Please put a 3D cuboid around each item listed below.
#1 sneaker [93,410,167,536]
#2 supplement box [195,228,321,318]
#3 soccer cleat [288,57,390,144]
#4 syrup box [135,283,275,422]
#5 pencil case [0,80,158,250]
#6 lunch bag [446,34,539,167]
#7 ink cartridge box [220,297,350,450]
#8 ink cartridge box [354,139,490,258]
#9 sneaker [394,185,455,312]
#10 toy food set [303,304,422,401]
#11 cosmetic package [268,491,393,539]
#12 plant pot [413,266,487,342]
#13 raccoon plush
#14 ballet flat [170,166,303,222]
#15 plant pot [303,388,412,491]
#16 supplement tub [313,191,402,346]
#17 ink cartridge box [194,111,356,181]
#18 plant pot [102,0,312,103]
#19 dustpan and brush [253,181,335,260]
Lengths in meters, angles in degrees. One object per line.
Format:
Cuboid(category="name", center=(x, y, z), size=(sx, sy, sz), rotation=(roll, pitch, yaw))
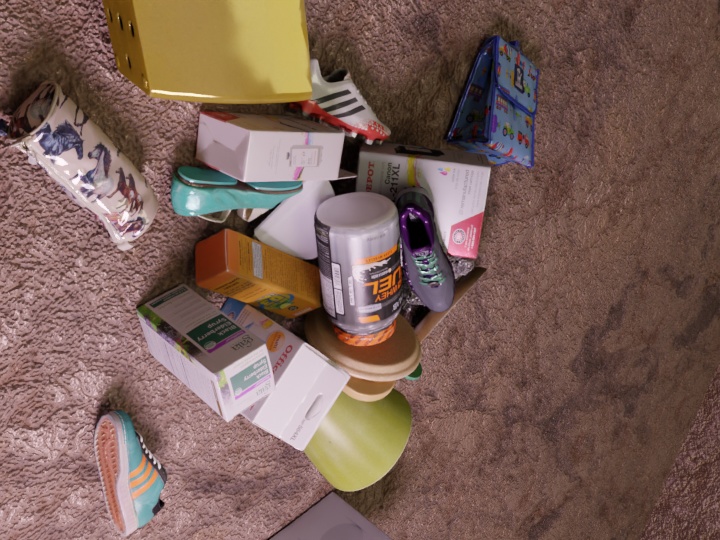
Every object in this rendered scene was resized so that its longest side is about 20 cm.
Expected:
Cuboid(category="sneaker", center=(-0.311, 0.266, 1.121), size=(0.079, 0.071, 0.203), rotation=(-25, 131, -41))
Cuboid(category="supplement box", center=(-0.139, 0.008, 1.153), size=(0.199, 0.066, 0.070), rotation=(21, 53, -50))
Cuboid(category="soccer cleat", center=(-0.020, -0.240, 1.170), size=(0.198, 0.068, 0.086), rotation=(13, 100, -44))
Cuboid(category="syrup box", center=(-0.200, 0.101, 1.049), size=(0.078, 0.199, 0.083), rotation=(-30, 129, -30))
Cuboid(category="pencil case", center=(-0.310, -0.112, 0.922), size=(0.201, 0.077, 0.090), rotation=(54, 49, -45))
Cuboid(category="lunch bag", center=(0.244, -0.297, 1.413), size=(0.149, 0.093, 0.204), rotation=(14, 87, -47))
Cuboid(category="ink cartridge box", center=(-0.124, 0.147, 1.150), size=(0.130, 0.199, 0.125), rotation=(-57, 138, -8))
Cuboid(category="ink cartridge box", center=(0.087, -0.108, 1.242), size=(0.083, 0.196, 0.148), rotation=(-81, 177, -69))
Cuboid(category="sneaker", center=(0.089, -0.016, 1.185), size=(0.088, 0.073, 0.203), rotation=(-76, 149, -65))
Cuboid(category="toy food set", center=(0.007, 0.111, 1.274), size=(0.196, 0.199, 0.049), rotation=(-19, 138, -44))
Cuboid(category="cosmetic package", center=(-0.053, 0.529, 1.410), size=(0.198, 0.198, 0.125), rotation=(-27, 127, -34))
Cuboid(category="plant pot", center=(0.149, 0.063, 1.449), size=(0.200, 0.027, 0.200), rotation=(-48, 174, -6))
Cuboid(category="raccoon plush", center=(0.117, 0.030, 1.362), size=(0.096, 0.134, 0.203), rotation=(22, 83, -17))
Cuboid(category="ballet flat", center=(-0.168, -0.100, 1.093), size=(0.198, 0.067, 0.071), rotation=(-5, 129, -41))
Cuboid(category="plant pot", center=(-0.049, 0.218, 1.301), size=(0.200, 0.186, 0.188), rotation=(44, 76, -32))
Cuboid(category="supplement tub", center=(0.000, 0.000, 1.183), size=(0.122, 0.122, 0.203), rotation=(-28, 128, -33))
Cuboid(category="ink cartridge box", center=(-0.104, -0.165, 1.082), size=(0.198, 0.116, 0.069), rotation=(-7, 114, -45))
Cuboid(category="plant pot", center=(-0.181, -0.289, 0.897), size=(0.174, 0.200, 0.203), rotation=(-20, 123, -25))
Cuboid(category="dustpan and brush", center=(-0.070, -0.051, 1.228), size=(0.140, 0.057, 0.200), rotation=(-45, 129, -6))
